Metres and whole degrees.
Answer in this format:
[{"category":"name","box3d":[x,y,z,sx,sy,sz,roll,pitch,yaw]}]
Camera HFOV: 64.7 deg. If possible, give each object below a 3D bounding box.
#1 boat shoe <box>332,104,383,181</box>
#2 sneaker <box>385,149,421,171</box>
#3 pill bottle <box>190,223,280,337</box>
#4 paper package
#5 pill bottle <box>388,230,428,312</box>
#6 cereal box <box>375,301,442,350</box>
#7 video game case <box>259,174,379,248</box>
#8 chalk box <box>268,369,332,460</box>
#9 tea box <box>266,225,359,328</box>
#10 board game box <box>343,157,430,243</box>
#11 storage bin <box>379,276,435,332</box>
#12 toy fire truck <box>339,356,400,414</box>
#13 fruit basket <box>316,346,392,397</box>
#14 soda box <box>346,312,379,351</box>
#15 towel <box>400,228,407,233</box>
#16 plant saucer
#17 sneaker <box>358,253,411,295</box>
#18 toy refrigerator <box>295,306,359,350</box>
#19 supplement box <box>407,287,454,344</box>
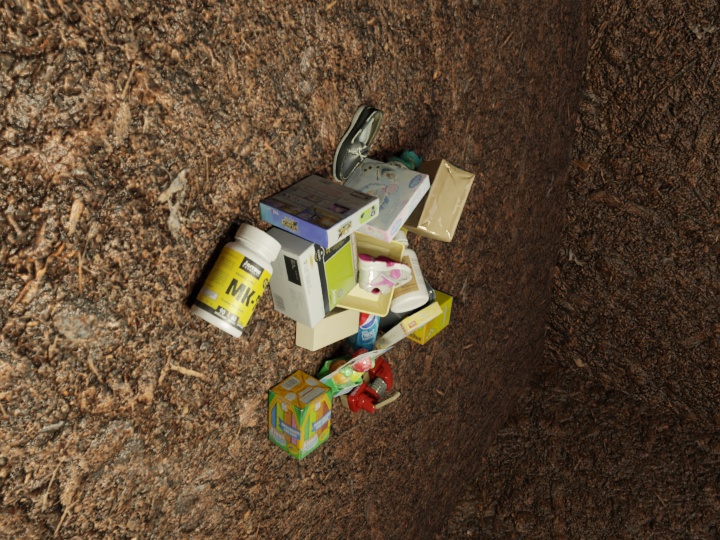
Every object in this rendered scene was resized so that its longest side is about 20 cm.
[{"category":"boat shoe","box3d":[-0.006,-0.309,1.387,0.075,0.059,0.206,26,84,-58]},{"category":"sneaker","box3d":[0.124,-0.300,1.607,0.198,0.075,0.083,-5,93,-62]},{"category":"pill bottle","box3d":[-0.245,0.018,1.141,0.205,0.112,0.114,-64,148,-11]},{"category":"paper package","box3d":[0.195,-0.187,1.505,0.200,0.100,0.197,-143,-107,-77]},{"category":"pill bottle","box3d":[0.109,0.001,1.571,0.113,0.112,0.206,16,54,-58]},{"category":"cereal box","box3d":[0.138,0.167,1.667,0.141,0.040,0.200,-25,169,-31]},{"category":"video game case","box3d":[-0.087,-0.132,1.223,0.180,0.196,0.047,-34,137,-42]},{"category":"chalk box","box3d":[-0.157,0.391,1.474,0.123,0.121,0.207,-26,128,-47]},{"category":"tea box","box3d":[-0.110,-0.021,1.312,0.196,0.131,0.205,-41,139,-38]},{"category":"board game box","box3d":[0.041,-0.179,1.401,0.202,0.195,0.044,-52,144,-25]},{"category":"storage bin","box3d":[0.109,0.091,1.696,0.133,0.147,0.200,-37,175,-27]},{"category":"toy fire truck","box3d":[0.050,0.350,1.707,0.176,0.196,0.132,-45,141,-34]},{"category":"fruit basket","box3d":[-0.017,0.274,1.577,0.183,0.197,0.096,-1,64,-57]},{"category":"soda box","box3d":[0.016,0.124,1.636,0.062,0.068,0.207,3,106,-26]},{"category":"towel","box3d":[0.077,-0.088,1.677,0.198,0.022,0.148,22,89,-59]},{"category":"plant saucer","box3d":[0.000,0.000,1.499,0.193,0.048,0.207,13,100,-13]},{"category":"sneaker","box3d":[0.053,0.014,1.413,0.197,0.080,0.091,6,103,-50]},{"category":"toy refrigerator","box3d":[-0.086,0.143,1.505,0.198,0.068,0.079,-16,114,-54]},{"category":"supplement box","box3d":[0.227,0.152,1.964,0.198,0.107,0.113,-26,128,-48]}]
